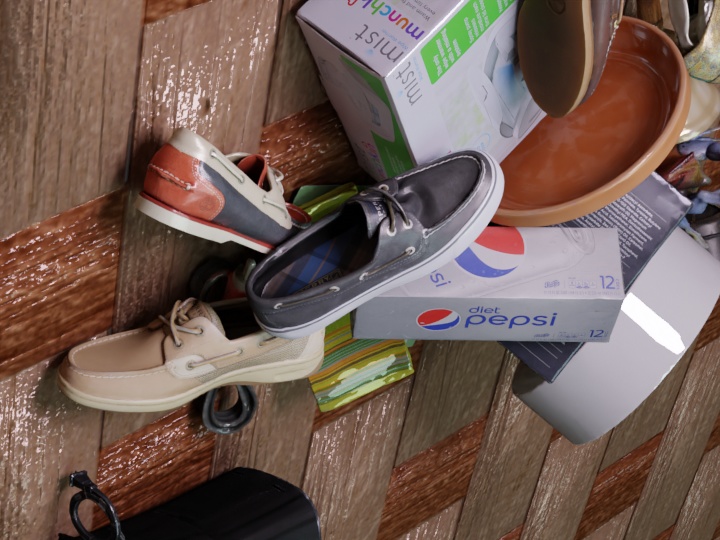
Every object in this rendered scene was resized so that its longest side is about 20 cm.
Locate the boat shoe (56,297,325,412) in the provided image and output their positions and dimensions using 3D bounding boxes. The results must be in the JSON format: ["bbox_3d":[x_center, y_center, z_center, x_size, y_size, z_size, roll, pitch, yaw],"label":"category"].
[{"bbox_3d":[-0.119,0.048,1.374,0.199,0.071,0.065,-10,127,-25],"label":"boat shoe"}]

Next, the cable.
[{"bbox_3d":[-0.094,0.058,1.460,0.097,0.050,0.201,-3,130,-32],"label":"cable"}]

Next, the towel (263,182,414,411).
[{"bbox_3d":[-0.017,0.025,1.502,0.086,0.018,0.201,-27,132,-10],"label":"towel"}]

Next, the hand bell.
[{"bbox_3d":[0.240,-0.211,1.607,0.104,0.104,0.201,-37,137,-22],"label":"hand bell"}]

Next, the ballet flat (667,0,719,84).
[{"bbox_3d":[0.278,-0.252,1.561,0.071,0.070,0.201,11,81,-58],"label":"ballet flat"}]

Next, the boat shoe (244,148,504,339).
[{"bbox_3d":[0.006,-0.026,1.326,0.199,0.070,0.066,-30,153,3],"label":"boat shoe"}]

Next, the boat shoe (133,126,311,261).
[{"bbox_3d":[-0.083,-0.052,1.336,0.200,0.071,0.063,16,99,-62],"label":"boat shoe"}]

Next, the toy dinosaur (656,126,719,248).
[{"bbox_3d":[0.273,-0.100,1.696,0.200,0.181,0.105,28,83,-43],"label":"toy dinosaur"}]

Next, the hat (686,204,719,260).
[{"bbox_3d":[0.337,-0.030,1.922,0.200,0.081,0.201,-16,-178,0],"label":"hat"}]

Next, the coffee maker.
[{"bbox_3d":[-0.130,0.230,1.525,0.199,0.135,0.193,-21,139,-42],"label":"coffee maker"}]

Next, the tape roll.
[{"bbox_3d":[0.217,0.048,1.645,0.203,0.071,0.202,-51,-175,7],"label":"tape roll"}]

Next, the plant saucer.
[{"bbox_3d":[0.154,-0.111,1.463,0.200,0.200,0.032,-44,132,-11],"label":"plant saucer"}]

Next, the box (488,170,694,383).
[{"bbox_3d":[0.162,-0.018,1.590,0.182,0.104,0.200,-52,-176,2],"label":"box"}]

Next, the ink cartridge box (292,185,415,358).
[{"bbox_3d":[0.000,0.000,1.534,0.200,0.048,0.146,-7,130,-54],"label":"ink cartridge box"}]

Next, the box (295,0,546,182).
[{"bbox_3d":[0.063,-0.164,1.385,0.177,0.097,0.200,-46,151,-13],"label":"box"}]

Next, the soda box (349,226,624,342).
[{"bbox_3d":[0.092,0.010,1.442,0.199,0.064,0.068,1,149,-4],"label":"soda box"}]

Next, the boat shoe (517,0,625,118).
[{"bbox_3d":[0.152,-0.192,1.306,0.070,0.070,0.201,-31,145,-27],"label":"boat shoe"}]
